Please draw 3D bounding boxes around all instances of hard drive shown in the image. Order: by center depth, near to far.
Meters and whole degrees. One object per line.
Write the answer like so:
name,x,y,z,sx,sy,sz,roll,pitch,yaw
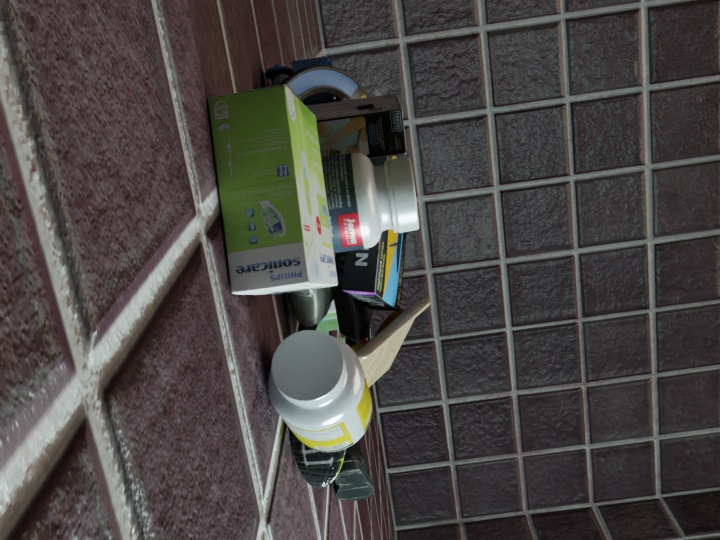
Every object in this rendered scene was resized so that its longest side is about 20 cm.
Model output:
hard drive,0.000,0.000,1.216,0.200,0.042,0.135,-68,154,-52

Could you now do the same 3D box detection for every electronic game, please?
electronic game,-0.055,-0.200,1.182,0.042,0.199,0.201,14,-63,54

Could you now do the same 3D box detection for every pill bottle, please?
pill bottle,-0.047,0.142,0.950,0.200,0.111,0.113,78,5,-65
pill bottle,-0.032,-0.081,0.987,0.120,0.199,0.120,-8,90,-87

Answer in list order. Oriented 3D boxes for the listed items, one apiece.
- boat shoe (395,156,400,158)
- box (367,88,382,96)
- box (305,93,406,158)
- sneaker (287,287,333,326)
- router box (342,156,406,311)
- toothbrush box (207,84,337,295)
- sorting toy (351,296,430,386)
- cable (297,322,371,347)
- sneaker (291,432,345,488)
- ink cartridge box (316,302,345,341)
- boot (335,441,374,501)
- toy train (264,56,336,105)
boat shoe,-0.027,-0.152,1.304,0.062,0.199,0.075,59,18,-29
box,-0.043,-0.225,1.324,0.036,0.200,0.144,52,8,-9
box,-0.043,-0.182,1.056,0.117,0.199,0.060,-97,179,-68
sneaker,-0.091,-0.009,1.115,0.092,0.075,0.201,-41,130,-61
router box,0.026,-0.053,1.127,0.149,0.051,0.201,36,57,-71
toothbrush box,-0.089,-0.078,0.854,0.146,0.086,0.201,14,69,-80
sorting toy,0.011,0.134,1.187,0.185,0.036,0.200,-36,161,-45
cable,-0.044,0.088,1.260,0.163,0.051,0.201,-3,90,-52
sneaker,-0.057,0.194,1.085,0.081,0.073,0.201,87,-1,-65
ink cartridge box,-0.045,0.033,1.447,0.059,0.103,0.201,68,15,-78
boot,-0.025,0.318,1.465,0.199,0.073,0.163,78,2,-56
toy train,-0.087,-0.278,1.298,0.200,0.114,0.087,56,27,-83
